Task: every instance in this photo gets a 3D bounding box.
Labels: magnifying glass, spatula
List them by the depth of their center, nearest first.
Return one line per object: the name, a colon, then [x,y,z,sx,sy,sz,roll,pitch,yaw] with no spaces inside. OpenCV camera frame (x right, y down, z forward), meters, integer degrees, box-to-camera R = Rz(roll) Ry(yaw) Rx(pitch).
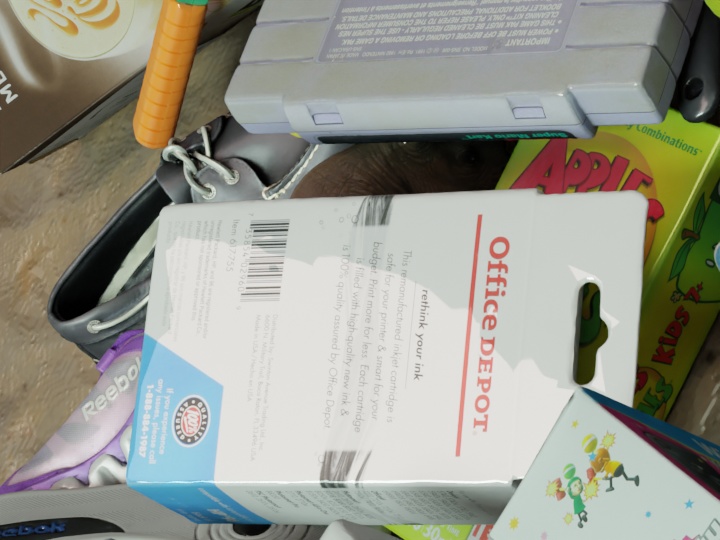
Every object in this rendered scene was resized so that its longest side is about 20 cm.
spatula: [0.142,-0.135,1.097,0.056,0.021,0.201,-24,38,36]
magnifying glass: [-0.073,-0.142,1.209,0.080,0.022,0.201,-107,26,-50]

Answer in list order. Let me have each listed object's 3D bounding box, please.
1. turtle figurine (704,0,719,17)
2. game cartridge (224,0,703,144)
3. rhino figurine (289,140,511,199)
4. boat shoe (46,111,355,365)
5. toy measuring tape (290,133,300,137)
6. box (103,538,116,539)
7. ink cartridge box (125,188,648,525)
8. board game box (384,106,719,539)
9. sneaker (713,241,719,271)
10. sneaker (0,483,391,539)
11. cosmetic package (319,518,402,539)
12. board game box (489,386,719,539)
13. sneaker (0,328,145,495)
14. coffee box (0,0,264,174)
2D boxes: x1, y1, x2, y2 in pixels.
turtle figurine: [0.137,-0.184,1.036,0.162,0.199,0.064,-66,9,-17]
game cartridge: [0.048,-0.110,1.104,0.199,0.038,0.130,1,61,34]
rhino figurine: [0.000,0.000,1.140,0.200,0.087,0.060,-54,13,-8]
boat shoe: [-0.068,-0.031,1.251,0.200,0.063,0.073,-47,45,19]
toy measuring tape: [0.047,-0.122,1.190,0.200,0.074,0.074,-41,45,0]
box: [-0.068,0.183,1.052,0.032,0.200,0.122,-1,70,27]
ink cartridge box: [0.019,0.035,1.034,0.199,0.068,0.117,-1,71,22]
board game box: [0.080,0.027,1.087,0.101,0.047,0.201,28,93,48]
sneaker: [0.190,-0.076,1.005,0.081,0.076,0.201,13,79,49]
sneaker: [-0.077,0.149,1.182,0.198,0.113,0.073,-3,31,13]
cosmetic package: [0.031,0.228,0.957,0.201,0.165,0.165,-57,44,8]
board game box: [0.158,0.128,0.890,0.200,0.147,0.065,38,100,46]
sneaker: [-0.104,0.077,1.235,0.200,0.080,0.089,-37,43,20]
coffee box: [-0.119,-0.148,1.307,0.200,0.080,0.115,-34,90,31]
